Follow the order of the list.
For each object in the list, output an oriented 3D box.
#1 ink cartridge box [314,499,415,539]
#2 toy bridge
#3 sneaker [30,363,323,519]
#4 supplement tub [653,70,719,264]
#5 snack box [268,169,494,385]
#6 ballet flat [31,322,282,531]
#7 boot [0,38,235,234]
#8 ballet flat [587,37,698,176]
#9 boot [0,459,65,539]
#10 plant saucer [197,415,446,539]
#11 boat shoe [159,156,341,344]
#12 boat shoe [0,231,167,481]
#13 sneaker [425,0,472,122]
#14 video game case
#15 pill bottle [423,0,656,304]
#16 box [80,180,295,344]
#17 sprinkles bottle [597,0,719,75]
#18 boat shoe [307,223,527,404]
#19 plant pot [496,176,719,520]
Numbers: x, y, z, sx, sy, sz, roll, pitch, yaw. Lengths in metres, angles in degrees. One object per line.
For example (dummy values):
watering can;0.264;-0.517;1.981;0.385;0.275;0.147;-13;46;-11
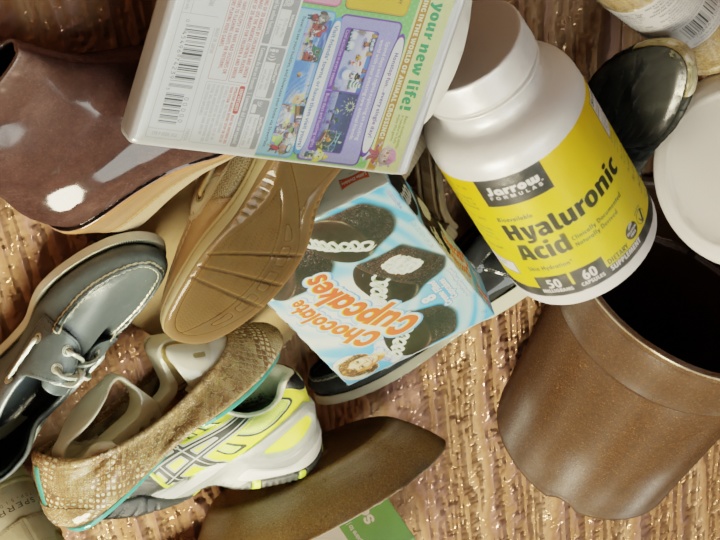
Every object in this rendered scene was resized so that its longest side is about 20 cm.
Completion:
ink cartridge box;-0.063;0.250;1.697;0.199;0.084;0.145;-28;153;-17
toy bridge;0.020;-0.070;1.470;0.067;0.027;0.200;-60;146;-10
sneaker;-0.126;0.111;1.514;0.199;0.075;0.077;-13;119;-16
supplement tub;0.308;-0.079;1.612;0.200;0.140;0.141;-11;139;-58
snack box;0.000;0.000;1.470;0.116;0.037;0.200;-26;147;11
ballet flat;-0.130;0.081;1.431;0.200;0.070;0.065;-44;123;-28
boot;-0.133;-0.102;1.269;0.200;0.072;0.166;-47;147;17
ballet flat;0.184;-0.105;1.546;0.057;0.067;0.200;-35;168;-28
boot;-0.206;0.228;1.482;0.073;0.156;0.200;-28;157;-23
plant saucer;-0.036;0.151;1.593;0.199;0.036;0.200;-26;-174;3
boat shoe;-0.065;-0.047;1.359;0.071;0.065;0.200;19;110;-44
boat shoe;-0.182;0.056;1.384;0.200;0.062;0.073;-42;143;23
sneaker;0.009;-0.174;1.329;0.115;0.074;0.201;-7;125;-34
video game case;-0.024;-0.154;1.253;0.181;0.022;0.201;5;116;-30
pill bottle;0.108;-0.079;1.466;0.111;0.111;0.200;-38;129;-2
box;-0.077;-0.015;1.461;0.163;0.021;0.200;-43;144;6
sprinkles bottle;0.189;-0.190;1.471;0.068;0.068;0.200;-48;144;12
boat shoe;0.041;0.023;1.591;0.200;0.072;0.068;-34;107;4
plant pot;0.208;0.069;1.684;0.200;0.201;0.199;-10;144;-35
